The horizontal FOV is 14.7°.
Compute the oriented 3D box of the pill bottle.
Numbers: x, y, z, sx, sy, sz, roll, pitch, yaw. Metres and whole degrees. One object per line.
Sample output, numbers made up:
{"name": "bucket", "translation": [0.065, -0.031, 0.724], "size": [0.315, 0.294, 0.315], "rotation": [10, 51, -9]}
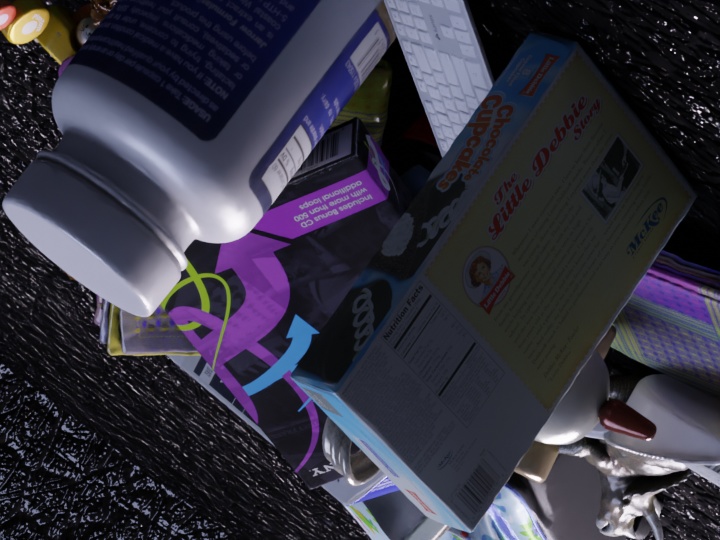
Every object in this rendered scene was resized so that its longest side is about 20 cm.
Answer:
{"name": "pill bottle", "translation": [-0.078, -0.084, 1.348], "size": [0.119, 0.200, 0.120], "rotation": [35, 167, 9]}

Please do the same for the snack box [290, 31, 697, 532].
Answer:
{"name": "snack box", "translation": [0.064, 0.005, 1.278], "size": [0.037, 0.200, 0.116], "rotation": [17, 157, 49]}

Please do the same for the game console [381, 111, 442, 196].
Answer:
{"name": "game console", "translation": [0.082, -0.016, 1.547], "size": [0.177, 0.031, 0.200], "rotation": [39, 168, -6]}

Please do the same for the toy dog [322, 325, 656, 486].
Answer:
{"name": "toy dog", "translation": [0.080, 0.050, 1.371], "size": [0.096, 0.133, 0.200], "rotation": [20, -168, 33]}

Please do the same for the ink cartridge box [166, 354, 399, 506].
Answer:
{"name": "ink cartridge box", "translation": [-0.018, 0.079, 1.601], "size": [0.200, 0.039, 0.099], "rotation": [38, -157, 24]}

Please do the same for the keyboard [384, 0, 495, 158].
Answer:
{"name": "keyboard", "translation": [0.049, -0.082, 1.347], "size": [0.056, 0.011, 0.201], "rotation": [27, 151, 41]}

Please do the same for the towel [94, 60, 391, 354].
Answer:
{"name": "towel", "translation": [-0.062, -0.033, 1.487], "size": [0.143, 0.023, 0.201], "rotation": [3, 128, -10]}

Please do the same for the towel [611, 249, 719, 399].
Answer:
{"name": "towel", "translation": [0.185, 0.033, 1.413], "size": [0.199, 0.023, 0.144], "rotation": [22, 162, 29]}

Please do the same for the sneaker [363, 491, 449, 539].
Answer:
{"name": "sneaker", "translation": [0.043, 0.082, 1.657], "size": [0.106, 0.075, 0.200], "rotation": [42, 129, 6]}

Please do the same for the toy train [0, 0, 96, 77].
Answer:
{"name": "toy train", "translation": [-0.172, -0.136, 1.674], "size": [0.200, 0.056, 0.150], "rotation": [42, -170, -26]}

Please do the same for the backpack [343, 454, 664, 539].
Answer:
{"name": "backpack", "translation": [0.067, 0.127, 1.833], "size": [0.200, 0.147, 0.183], "rotation": [30, 164, 39]}

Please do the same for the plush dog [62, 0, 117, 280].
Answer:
{"name": "plush dog", "translation": [-0.101, -0.076, 1.583], "size": [0.172, 0.160, 0.200], "rotation": [-102, -14, -50]}

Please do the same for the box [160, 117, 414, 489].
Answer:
{"name": "box", "translation": [-0.014, 0.022, 1.453], "size": [0.142, 0.036, 0.200], "rotation": [-22, 129, 21]}

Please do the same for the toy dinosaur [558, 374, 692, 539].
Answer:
{"name": "toy dinosaur", "translation": [0.167, 0.093, 1.656], "size": [0.102, 0.077, 0.200], "rotation": [18, 155, -5]}

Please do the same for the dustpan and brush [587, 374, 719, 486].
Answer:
{"name": "dustpan and brush", "translation": [0.166, 0.087, 1.506], "size": [0.139, 0.058, 0.200], "rotation": [7, -164, -46]}
